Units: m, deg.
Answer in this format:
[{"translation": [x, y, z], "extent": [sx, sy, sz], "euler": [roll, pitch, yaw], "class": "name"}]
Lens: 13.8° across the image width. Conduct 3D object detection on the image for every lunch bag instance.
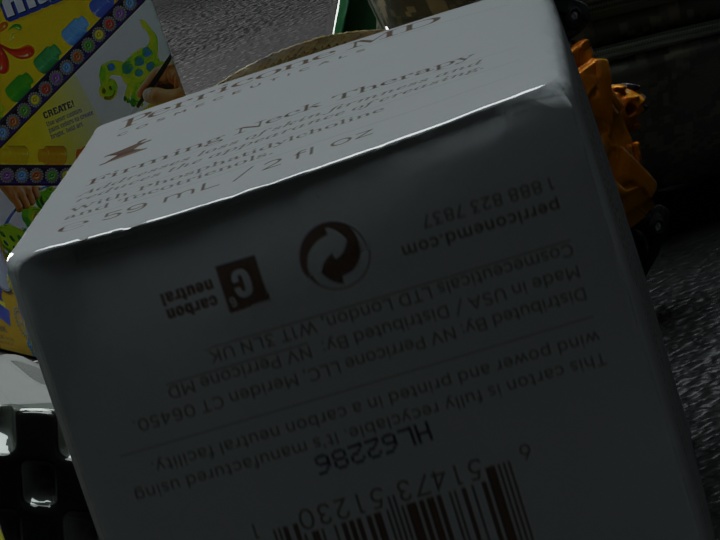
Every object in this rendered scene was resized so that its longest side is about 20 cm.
[{"translation": [0.103, -0.111, 1.301], "extent": [0.199, 0.169, 0.139], "euler": [-14, 24, -5], "class": "lunch bag"}]

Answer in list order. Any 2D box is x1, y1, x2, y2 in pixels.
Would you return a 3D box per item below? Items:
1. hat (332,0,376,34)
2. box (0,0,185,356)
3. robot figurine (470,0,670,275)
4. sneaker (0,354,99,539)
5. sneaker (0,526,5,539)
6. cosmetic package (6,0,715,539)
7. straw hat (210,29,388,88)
[{"translation": [0.076, -0.085, 1.480], "extent": [0.175, 0.166, 0.201], "euler": [8, 54, 6], "class": "hat"}, {"translation": [-0.179, -0.073, 1.528], "extent": [0.122, 0.194, 0.200], "euler": [-24, 13, -24], "class": "box"}, {"translation": [0.032, -0.016, 1.113], "extent": [0.200, 0.146, 0.058], "euler": [-38, 27, -30], "class": "robot figurine"}, {"translation": [-0.169, 0.067, 1.156], "extent": [0.199, 0.075, 0.089], "euler": [8, 17, 11], "class": "sneaker"}, {"translation": [-0.208, 0.124, 1.017], "extent": [0.199, 0.079, 0.090], "euler": [-25, 21, -18], "class": "sneaker"}, {"translation": [0.007, 0.027, 0.906], "extent": [0.166, 0.167, 0.200], "euler": [-18, 12, 6], "class": "cosmetic package"}, {"translation": [0.000, 0.000, 1.188], "extent": [0.200, 0.202, 0.085], "euler": [-22, 53, -14], "class": "straw hat"}]
